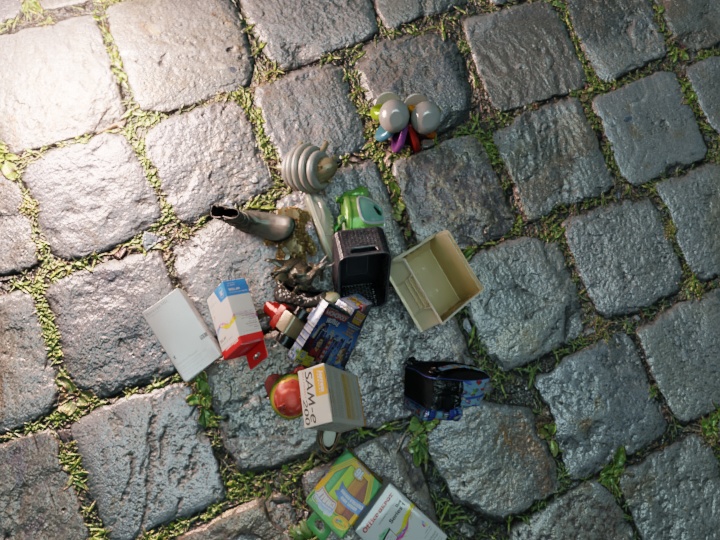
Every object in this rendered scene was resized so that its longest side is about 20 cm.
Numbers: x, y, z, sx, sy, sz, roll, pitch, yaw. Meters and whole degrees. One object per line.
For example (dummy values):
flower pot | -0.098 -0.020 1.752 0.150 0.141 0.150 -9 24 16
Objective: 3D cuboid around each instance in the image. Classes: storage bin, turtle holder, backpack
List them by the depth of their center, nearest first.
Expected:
storage bin | 0.000 0.000 1.350 0.131 0.204 0.095 -7 46 -9
backpack | 0.224 0.302 1.367 0.194 0.182 0.139 4 90 -19
storage bin | 0.192 0.021 1.395 0.198 0.093 0.202 -30 88 -39
turtle holder | -0.004 -0.132 1.419 0.127 0.187 0.145 -2 114 -8

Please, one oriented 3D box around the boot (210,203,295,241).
boot | -0.270 -0.121 1.332 0.195 0.130 0.070 8 85 27

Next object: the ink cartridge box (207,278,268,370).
ink cartridge box | -0.303 0.138 1.314 0.066 0.116 0.205 -8 70 -40

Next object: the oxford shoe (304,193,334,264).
oxford shoe | -0.094 -0.116 1.425 0.056 0.075 0.205 -17 81 -12

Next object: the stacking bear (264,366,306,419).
stacking bear | -0.168 0.302 1.290 0.118 0.200 0.117 -13 84 -10

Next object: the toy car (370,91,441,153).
toy car | 0.121 -0.399 1.467 0.193 0.176 0.154 0 118 -8

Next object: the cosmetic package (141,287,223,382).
cosmetic package | -0.438 0.159 1.332 0.112 0.081 0.202 -36 89 -9

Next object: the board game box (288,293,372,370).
board game box | -0.066 0.137 1.278 0.061 0.199 0.203 30 87 36

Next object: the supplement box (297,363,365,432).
supplement box | -0.064 0.301 1.243 0.072 0.200 0.130 -18 66 17

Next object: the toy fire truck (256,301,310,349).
toy fire truck | -0.190 0.137 1.351 0.198 0.175 0.130 32 87 37

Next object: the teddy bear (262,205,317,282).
teddy bear | -0.183 -0.064 1.416 0.141 0.067 0.206 -16 91 -1

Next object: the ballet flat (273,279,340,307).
ballet flat | -0.140 0.059 1.345 0.194 0.066 0.059 3 102 27

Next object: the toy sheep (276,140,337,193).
toy sheep | -0.142 -0.271 1.409 0.196 0.137 0.142 5 78 37

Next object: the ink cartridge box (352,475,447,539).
ink cartridge box | 0.094 0.647 1.341 0.199 0.084 0.146 42 79 0

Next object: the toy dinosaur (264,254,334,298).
toy dinosaur | -0.161 0.006 1.344 0.102 0.196 0.079 -38 126 -38

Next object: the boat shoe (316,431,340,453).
boat shoe | -0.072 0.361 1.362 0.073 0.072 0.207 2 82 -8

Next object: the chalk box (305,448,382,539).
chalk box | -0.050 0.555 1.301 0.124 0.124 0.201 38 78 13
